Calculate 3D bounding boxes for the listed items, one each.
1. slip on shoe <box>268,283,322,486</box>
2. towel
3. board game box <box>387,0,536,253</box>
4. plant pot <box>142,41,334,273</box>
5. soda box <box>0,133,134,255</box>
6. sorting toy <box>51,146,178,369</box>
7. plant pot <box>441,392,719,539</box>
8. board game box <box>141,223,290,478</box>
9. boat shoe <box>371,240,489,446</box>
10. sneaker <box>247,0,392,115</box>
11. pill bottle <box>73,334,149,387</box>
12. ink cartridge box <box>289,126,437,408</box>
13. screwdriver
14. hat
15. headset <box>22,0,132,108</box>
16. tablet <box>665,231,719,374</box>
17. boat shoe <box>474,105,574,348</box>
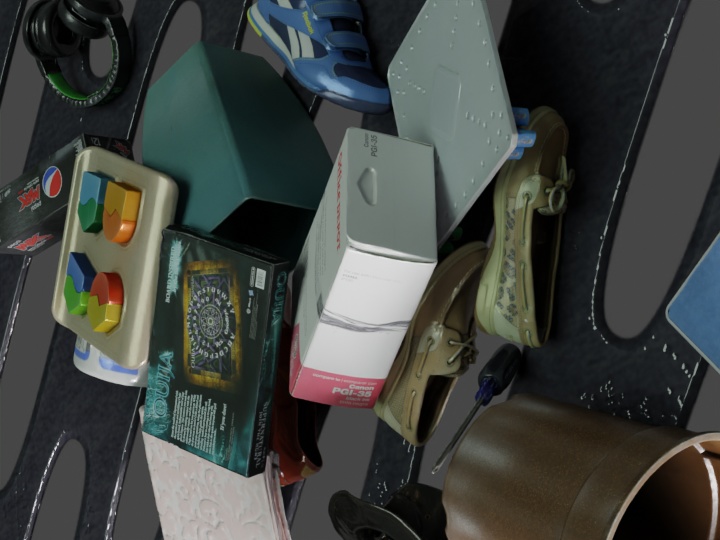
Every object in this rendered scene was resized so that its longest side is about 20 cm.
[{"bbox_3d":[-0.068,0.104,1.639,0.061,0.074,0.202,-7,83,20],"label":"slip on shoe"},{"bbox_3d":[-0.134,0.233,1.669,0.199,0.032,0.192,17,124,45],"label":"towel"},{"bbox_3d":[0.082,-0.142,1.460,0.200,0.026,0.201,124,141,-56],"label":"board game box"},{"bbox_3d":[-0.123,-0.109,1.650,0.141,0.141,0.201,-37,59,35],"label":"plant pot"},{"bbox_3d":[-0.331,-0.080,1.879,0.199,0.070,0.064,-26,70,39],"label":"soda box"},{"bbox_3d":[-0.246,-0.017,1.652,0.200,0.036,0.187,21,103,55],"label":"sorting toy"},{"bbox_3d":[0.180,0.192,1.327,0.198,0.199,0.202,21,103,49],"label":"plant pot"},{"bbox_3d":[-0.133,0.071,1.550,0.135,0.028,0.202,19,109,33],"label":"board game box"},{"bbox_3d":[0.076,0.065,1.505,0.065,0.071,0.201,43,127,30],"label":"boat shoe"},{"bbox_3d":[-0.032,-0.220,1.609,0.200,0.074,0.083,48,117,32],"label":"sneaker"},{"bbox_3d":[-0.222,0.008,1.748,0.113,0.113,0.202,19,101,41],"label":"pill bottle"},{"bbox_3d":[0.000,0.000,1.484,0.201,0.082,0.147,113,164,-45],"label":"ink cartridge box"},{"bbox_3d":[0.094,0.117,1.410,0.028,0.200,0.029,14,125,18],"label":"screwdriver"},{"bbox_3d":[0.068,0.241,1.485,0.200,0.081,0.201,37,156,19],"label":"hat"},{"bbox_3d":[-0.308,-0.279,1.884,0.123,0.094,0.201,-21,90,36],"label":"headset"},{"bbox_3d":[0.329,0.049,1.303,0.200,0.014,0.131,49,120,33],"label":"tablet"},{"bbox_3d":[0.149,-0.036,1.440,0.062,0.073,0.202,20,110,34],"label":"boat shoe"}]
